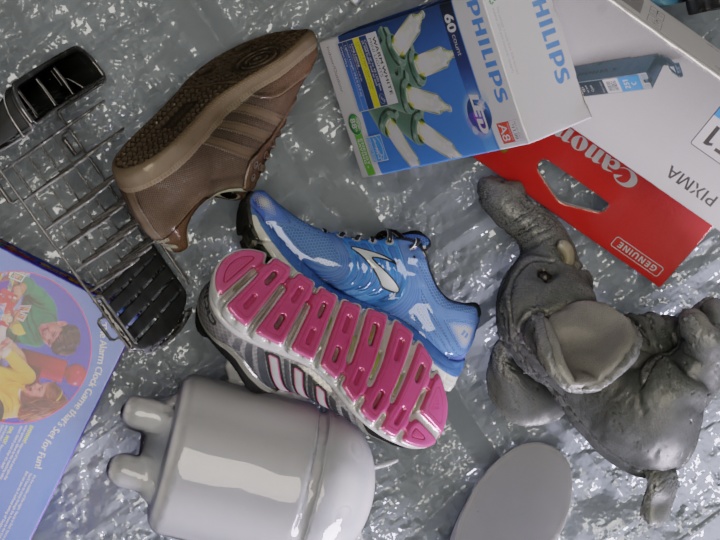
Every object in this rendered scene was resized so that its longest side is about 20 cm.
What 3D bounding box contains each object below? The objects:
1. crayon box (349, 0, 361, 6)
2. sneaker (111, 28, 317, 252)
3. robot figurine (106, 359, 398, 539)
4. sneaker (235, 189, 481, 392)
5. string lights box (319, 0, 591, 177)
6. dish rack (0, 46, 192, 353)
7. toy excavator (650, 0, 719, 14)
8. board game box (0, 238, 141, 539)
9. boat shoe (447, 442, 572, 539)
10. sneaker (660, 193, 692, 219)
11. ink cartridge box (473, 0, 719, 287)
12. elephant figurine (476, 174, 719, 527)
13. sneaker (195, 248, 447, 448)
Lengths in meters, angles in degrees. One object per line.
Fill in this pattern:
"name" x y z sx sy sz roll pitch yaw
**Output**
"crayon box" -0.038 -0.296 1.392 0.200 0.052 0.126 39 91 -8
"sneaker" -0.092 -0.091 1.373 0.200 0.070 0.076 -44 124 -36
"robot figurine" -0.075 0.140 1.398 0.198 0.113 0.171 15 86 -7
"sneaker" 0.000 0.000 1.421 0.199 0.078 0.090 35 80 -14
"string lights box" 0.060 -0.129 1.342 0.059 0.199 0.104 -23 98 -31
"dish rack" -0.173 -0.044 1.355 0.054 0.153 0.201 -31 99 19
"toy excavator" 0.179 -0.218 1.405 0.194 0.199 0.101 -19 98 -45
"board game box" -0.256 0.089 1.409 0.134 0.045 0.201 27 92 -8
"boat shoe" 0.088 0.216 1.447 0.072 0.066 0.201 27 71 -5
"sneaker" 0.308 -0.066 1.438 0.198 0.075 0.083 -17 103 -1
"ink cartridge box" 0.176 -0.092 1.376 0.199 0.045 0.177 34 123 -4
"elephant figurine" 0.148 0.051 1.407 0.198 0.156 0.142 22 117 -6
"sneaker" -0.031 0.058 1.361 0.199 0.087 0.074 33 64 -19
